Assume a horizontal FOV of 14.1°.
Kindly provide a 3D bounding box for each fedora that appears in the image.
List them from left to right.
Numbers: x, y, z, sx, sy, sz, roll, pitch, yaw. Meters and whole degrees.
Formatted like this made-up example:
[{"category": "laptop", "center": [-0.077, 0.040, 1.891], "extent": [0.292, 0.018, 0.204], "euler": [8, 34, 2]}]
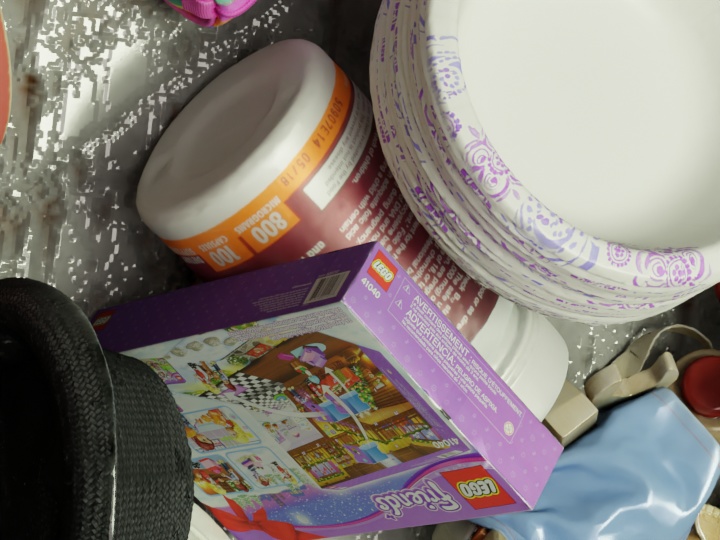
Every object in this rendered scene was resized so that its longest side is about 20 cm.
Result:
[{"category": "fedora", "center": [-0.132, 0.105, 1.281], "extent": [0.091, 0.200, 0.202], "euler": [4, 99, -39]}]

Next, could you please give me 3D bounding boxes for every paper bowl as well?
[{"category": "paper bowl", "center": [0.097, -0.075, 1.296], "extent": [0.199, 0.104, 0.202], "euler": [8, 69, -23]}]

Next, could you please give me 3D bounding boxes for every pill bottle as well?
[{"category": "pill bottle", "center": [0.000, 0.000, 1.348], "extent": [0.114, 0.114, 0.200], "euler": [-48, 115, -9]}]

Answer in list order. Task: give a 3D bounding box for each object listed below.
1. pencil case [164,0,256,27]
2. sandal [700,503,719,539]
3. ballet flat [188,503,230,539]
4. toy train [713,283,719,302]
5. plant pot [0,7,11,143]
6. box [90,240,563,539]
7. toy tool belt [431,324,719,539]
[{"category": "pencil case", "center": [-0.021, -0.195, 1.315], "extent": [0.200, 0.088, 0.089], "euler": [-40, 114, -10]}, {"category": "sandal", "center": [0.163, 0.135, 1.491], "extent": [0.070, 0.078, 0.212], "euler": [45, 71, 6]}, {"category": "ballet flat", "center": [-0.072, 0.161, 1.374], "extent": [0.200, 0.069, 0.070], "euler": [45, 81, -25]}, {"category": "toy train", "center": [0.236, 0.073, 1.427], "extent": [0.084, 0.116, 0.201], "euler": [-17, 68, 0]}, {"category": "plant pot", "center": [-0.251, -0.085, 1.182], "extent": [0.176, 0.200, 0.202], "euler": [-21, 108, -29]}, {"category": "box", "center": [-0.024, 0.060, 1.305], "extent": [0.137, 0.199, 0.039], "euler": [48, 53, -25]}, {"category": "toy tool belt", "center": [0.121, 0.101, 1.401], "extent": [0.200, 0.123, 0.125], "euler": [-42, 77, -12]}]
